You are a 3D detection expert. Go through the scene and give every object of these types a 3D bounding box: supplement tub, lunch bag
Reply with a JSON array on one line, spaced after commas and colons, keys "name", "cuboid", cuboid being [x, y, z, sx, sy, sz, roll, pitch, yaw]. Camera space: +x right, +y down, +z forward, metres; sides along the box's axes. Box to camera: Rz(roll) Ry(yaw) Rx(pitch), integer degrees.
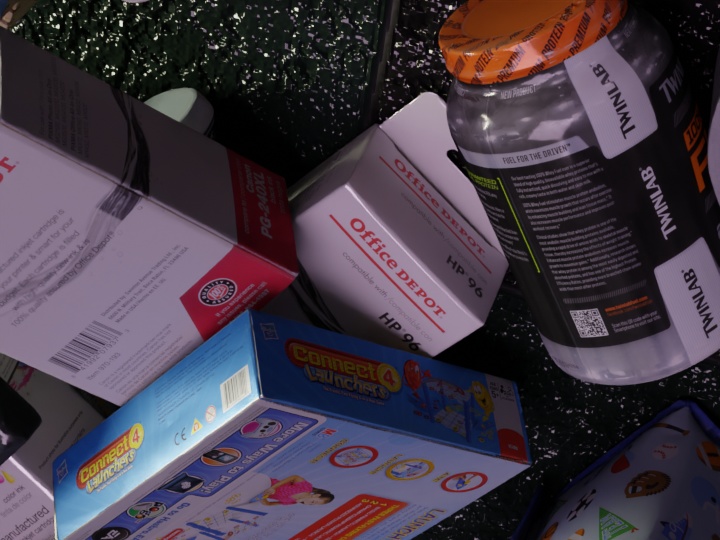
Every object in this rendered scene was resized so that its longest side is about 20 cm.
[{"name": "supplement tub", "cuboid": [0.121, -0.051, 1.086, 0.122, 0.123, 0.200, -12, 119, 27]}, {"name": "lunch bag", "cuboid": [0.137, 0.194, 1.218, 0.124, 0.170, 0.200, 42, 128, -7]}]

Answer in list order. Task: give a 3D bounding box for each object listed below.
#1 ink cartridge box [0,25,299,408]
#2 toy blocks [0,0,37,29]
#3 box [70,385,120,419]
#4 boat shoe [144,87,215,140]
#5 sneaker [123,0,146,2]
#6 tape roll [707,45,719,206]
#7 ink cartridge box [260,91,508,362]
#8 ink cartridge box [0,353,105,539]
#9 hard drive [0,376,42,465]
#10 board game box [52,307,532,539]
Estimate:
[{"name": "ink cartridge box", "cuboid": [-0.156, -0.024, 1.130, 0.200, 0.083, 0.145, 28, 127, -33]}, {"name": "toy blocks", "cuboid": [-0.243, -0.186, 1.124, 0.200, 0.137, 0.100, 31, 128, -1]}, {"name": "box", "cuboid": [-0.232, 0.109, 1.379, 0.158, 0.048, 0.200, -17, 114, 30]}, {"name": "boat shoe", "cuboid": [-0.133, -0.030, 1.239, 0.091, 0.071, 0.200, 43, 131, -19]}, {"name": "sneaker", "cuboid": [-0.153, -0.231, 1.064, 0.074, 0.087, 0.200, -11, 95, 34]}, {"name": "tape roll", "cuboid": [0.272, -0.072, 1.031, 0.200, 0.066, 0.201, 8, 132, 9]}, {"name": "ink cartridge box", "cuboid": [0.000, 0.000, 1.201, 0.116, 0.068, 0.200, 45, 127, -14]}, {"name": "ink cartridge box", "cuboid": [-0.258, 0.102, 1.300, 0.200, 0.084, 0.145, 46, 126, -11]}, {"name": "hard drive", "cuboid": [-0.294, 0.095, 1.235, 0.140, 0.033, 0.200, 44, 127, -9]}, {"name": "board game box", "cuboid": [-0.041, 0.110, 1.206, 0.196, 0.056, 0.200, 17, 141, -37]}]
